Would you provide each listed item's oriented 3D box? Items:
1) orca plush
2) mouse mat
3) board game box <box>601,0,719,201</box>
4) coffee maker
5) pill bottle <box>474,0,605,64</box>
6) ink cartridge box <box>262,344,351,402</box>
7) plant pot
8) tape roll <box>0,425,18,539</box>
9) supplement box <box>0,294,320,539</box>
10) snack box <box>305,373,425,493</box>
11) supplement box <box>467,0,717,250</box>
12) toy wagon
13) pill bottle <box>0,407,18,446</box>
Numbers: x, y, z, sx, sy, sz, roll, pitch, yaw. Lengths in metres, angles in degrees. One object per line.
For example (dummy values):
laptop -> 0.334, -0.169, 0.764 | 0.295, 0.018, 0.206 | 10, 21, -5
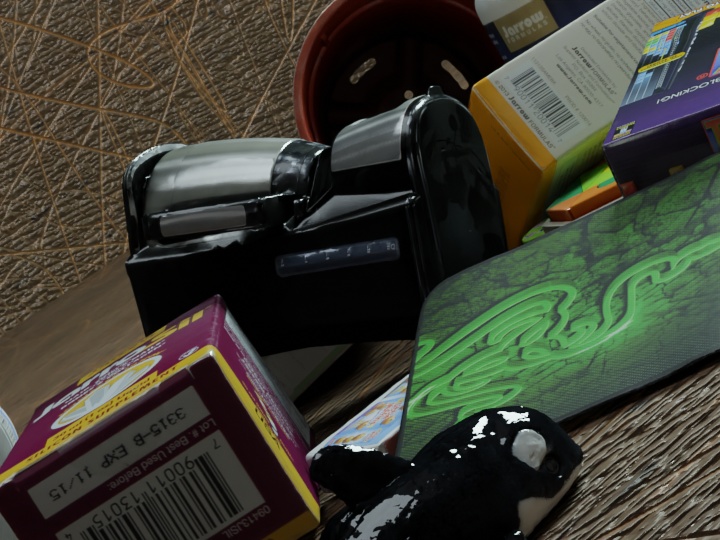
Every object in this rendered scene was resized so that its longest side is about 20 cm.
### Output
orca plush -> -0.007, 0.102, 0.791 | 0.199, 0.071, 0.105 | -32, 8, -6
mouse mat -> 0.104, 0.017, 0.950 | 0.199, 0.008, 0.161 | -27, 27, 24
board game box -> 0.234, -0.105, 1.041 | 0.199, 0.057, 0.165 | -18, 20, 26
coffee maker -> -0.017, 0.004, 1.198 | 0.199, 0.193, 0.135 | -7, 26, 30
pill bottle -> 0.147, -0.170, 1.424 | 0.111, 0.201, 0.111 | -31, 7, 4
ink cartridge box -> 0.000, 0.000, 1.347 | 0.200, 0.048, 0.146 | -43, 6, 4
plant pot -> 0.044, -0.135, 1.714 | 0.200, 0.202, 0.195 | -31, -1, -2
tape roll -> -0.308, 0.149, 1.183 | 0.202, 0.203, 0.139 | -36, 9, -34
supplement box -> -0.100, 0.098, 1.058 | 0.130, 0.104, 0.200 | -33, 7, 1
snack box -> 0.063, 0.046, 1.044 | 0.200, 0.024, 0.072 | -36, 11, -31
supplement box -> 0.157, -0.108, 1.291 | 0.199, 0.074, 0.126 | -33, -19, -19
toy wagon -> 0.162, -0.047, 1.190 | 0.199, 0.040, 0.155 | -26, 9, 34
pill bottle -> -0.309, 0.153, 1.491 | 0.113, 0.114, 0.200 | -31, 7, 0
